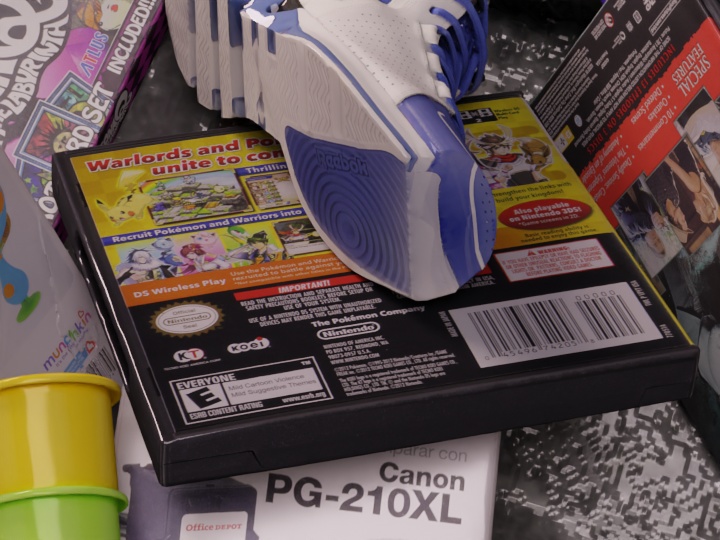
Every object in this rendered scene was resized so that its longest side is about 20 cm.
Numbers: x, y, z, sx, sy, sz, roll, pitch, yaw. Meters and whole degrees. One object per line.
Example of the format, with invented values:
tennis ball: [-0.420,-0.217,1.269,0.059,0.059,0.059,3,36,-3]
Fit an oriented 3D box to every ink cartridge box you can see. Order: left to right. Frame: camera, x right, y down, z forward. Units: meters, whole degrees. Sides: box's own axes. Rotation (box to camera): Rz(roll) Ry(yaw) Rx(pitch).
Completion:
ink cartridge box: [-0.027,0.129,0.858,0.144,0.084,0.201,6,72,1]

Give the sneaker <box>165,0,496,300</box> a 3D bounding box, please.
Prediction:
sneaker: [0.014,-0.080,0.886,0.115,0.081,0.199,-17,39,-22]

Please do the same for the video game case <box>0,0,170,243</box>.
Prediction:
video game case: [-0.185,-0.086,0.947,0.180,0.036,0.201,23,73,6]

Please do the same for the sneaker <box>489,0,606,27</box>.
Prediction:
sneaker: [0.069,-0.131,0.961,0.099,0.070,0.200,-40,74,-6]

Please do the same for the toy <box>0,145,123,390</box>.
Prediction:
toy: [-0.168,0.005,0.844,0.047,0.200,0.115,2,45,42]

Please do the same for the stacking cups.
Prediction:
stacking cups: [-0.101,0.139,0.789,0.060,0.061,0.201,-7,75,-4]

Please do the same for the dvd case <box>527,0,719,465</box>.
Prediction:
dvd case: [0.140,-0.012,0.882,0.022,0.146,0.201,-20,72,-26]

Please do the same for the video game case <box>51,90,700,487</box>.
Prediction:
video game case: [0.000,0.000,0.866,0.199,0.026,0.181,-9,38,-16]
